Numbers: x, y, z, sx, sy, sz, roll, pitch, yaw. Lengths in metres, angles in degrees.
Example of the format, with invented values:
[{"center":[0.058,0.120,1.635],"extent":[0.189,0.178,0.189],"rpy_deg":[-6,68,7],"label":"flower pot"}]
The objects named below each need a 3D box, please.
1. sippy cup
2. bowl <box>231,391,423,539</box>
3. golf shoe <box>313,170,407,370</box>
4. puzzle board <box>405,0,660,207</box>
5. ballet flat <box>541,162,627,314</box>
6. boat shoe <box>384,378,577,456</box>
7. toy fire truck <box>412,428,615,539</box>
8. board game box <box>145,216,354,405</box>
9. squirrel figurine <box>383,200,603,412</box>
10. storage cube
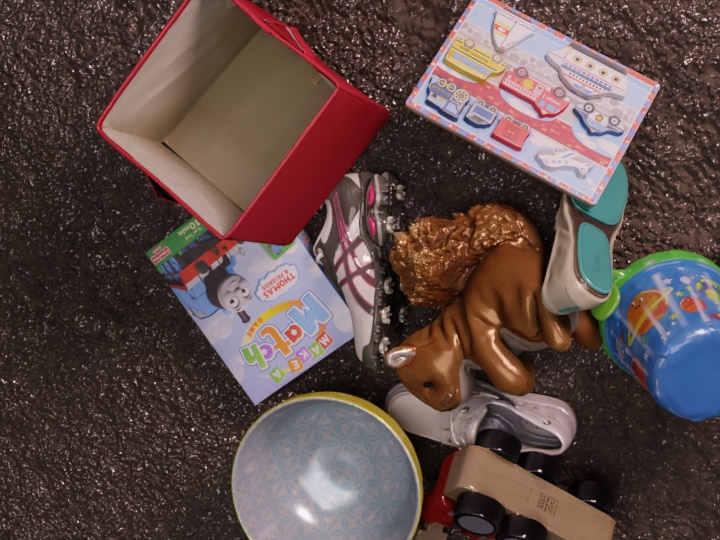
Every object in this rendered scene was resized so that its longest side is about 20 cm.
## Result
[{"center":[0.302,0.068,1.246],"extent":[0.177,0.130,0.140],"rpy_deg":[-6,115,-3],"label":"sippy cup"},{"center":[-0.024,0.211,1.389],"extent":[0.200,0.108,0.201],"rpy_deg":[3,102,13],"label":"bowl"},{"center":[0.000,0.000,1.358],"extent":[0.088,0.077,0.200],"rpy_deg":[0,88,20],"label":"golf shoe"},{"center":[0.164,-0.166,1.264],"extent":[0.200,0.017,0.151],"rpy_deg":[29,68,7],"label":"puzzle board"},{"center":[0.204,-0.033,1.254],"extent":[0.069,0.200,0.070],"rpy_deg":[10,134,11],"label":"ballet flat"},{"center":[0.117,0.151,1.361],"extent":[0.200,0.069,0.071],"rpy_deg":[4,106,14],"label":"boat shoe"},{"center":[0.131,0.272,1.355],"extent":[0.176,0.129,0.200],"rpy_deg":[29,147,-14],"label":"toy fire truck"},{"center":[-0.107,0.018,1.407],"extent":[0.151,0.037,0.200],"rpy_deg":[-36,92,17],"label":"board game box"},{"center":[0.106,0.038,1.315],"extent":[0.186,0.141,0.200],"rpy_deg":[-29,84,22],"label":"squirrel figurine"},{"center":[-0.107,-0.142,1.274],"extent":[0.171,0.180,0.200],"rpy_deg":[40,100,13],"label":"storage cube"}]
